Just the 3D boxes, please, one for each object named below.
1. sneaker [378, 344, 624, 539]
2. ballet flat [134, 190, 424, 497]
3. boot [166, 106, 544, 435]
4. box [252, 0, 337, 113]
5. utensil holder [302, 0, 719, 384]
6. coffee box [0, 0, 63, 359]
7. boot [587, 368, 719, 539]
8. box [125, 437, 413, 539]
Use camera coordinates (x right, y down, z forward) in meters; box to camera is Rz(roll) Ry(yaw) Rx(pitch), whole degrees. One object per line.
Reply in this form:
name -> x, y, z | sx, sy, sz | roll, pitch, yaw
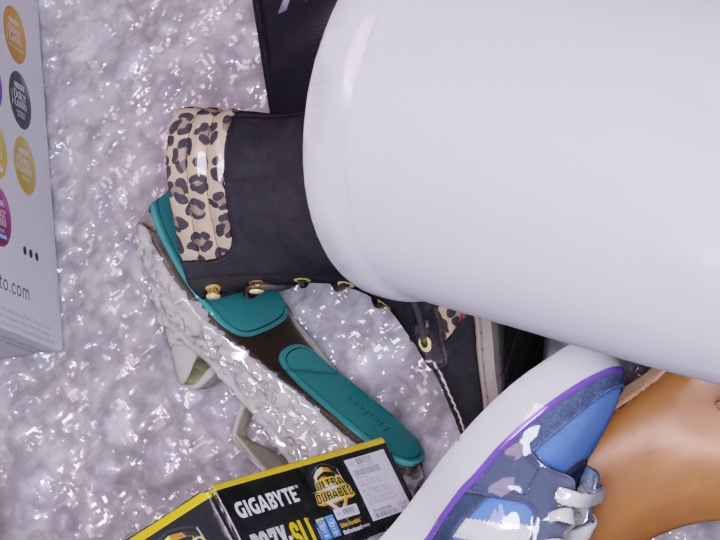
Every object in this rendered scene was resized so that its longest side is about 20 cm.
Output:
sneaker -> 0.083, 0.146, 1.157 | 0.146, 0.081, 0.200 | 44, 101, 18
ballet flat -> -0.053, 0.051, 1.295 | 0.072, 0.072, 0.200 | -44, 72, 4
boot -> 0.000, 0.000, 1.245 | 0.150, 0.201, 0.073 | 0, 39, 21
box -> 0.035, -0.140, 1.274 | 0.199, 0.050, 0.200 | -18, 76, 37
utensil holder -> 0.105, -0.048, 1.066 | 0.199, 0.170, 0.171 | 17, 84, 34
coffee box -> -0.278, -0.058, 1.303 | 0.199, 0.200, 0.199 | -8, 77, 14
boot -> 0.169, 0.095, 1.223 | 0.154, 0.074, 0.201 | 20, 88, 13
box -> -0.090, 0.151, 1.206 | 0.200, 0.159, 0.050 | -34, 81, 26
